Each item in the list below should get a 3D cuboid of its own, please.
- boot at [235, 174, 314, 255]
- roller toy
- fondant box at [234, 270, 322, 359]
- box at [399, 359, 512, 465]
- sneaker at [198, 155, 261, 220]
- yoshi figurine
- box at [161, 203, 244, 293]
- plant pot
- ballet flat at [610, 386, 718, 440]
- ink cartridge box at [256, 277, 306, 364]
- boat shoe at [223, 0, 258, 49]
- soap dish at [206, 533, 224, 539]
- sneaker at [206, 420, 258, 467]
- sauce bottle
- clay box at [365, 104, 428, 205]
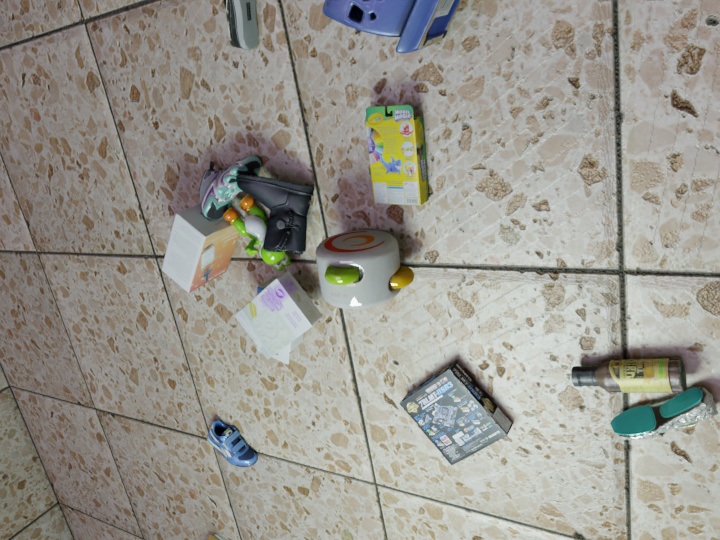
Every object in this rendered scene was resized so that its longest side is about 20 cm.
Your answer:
[{"bbox_3d":[-0.212,-0.130,1.395,0.198,0.076,0.170,12,94,8],"label":"boot"},{"bbox_3d":[0.000,0.000,1.302,0.182,0.198,0.141,-144,43,-60],"label":"roller toy"},{"bbox_3d":[-0.207,0.114,1.485,0.200,0.058,0.145,-38,90,35],"label":"fondant box"},{"bbox_3d":[0.220,0.339,1.400,0.199,0.050,0.200,49,129,5],"label":"box"},{"bbox_3d":[-0.341,-0.239,1.485,0.200,0.078,0.140,-43,53,12],"label":"sneaker"},{"bbox_3d":[-0.246,-0.088,1.472,0.112,0.112,0.200,-39,92,32],"label":"yoshi figurine"},{"bbox_3d":[-0.415,-0.068,1.561,0.106,0.152,0.201,37,128,12],"label":"box"},{"bbox_3d":[0.078,-0.493,1.010,0.179,0.200,0.201,35,126,8],"label":"plant pot"},{"bbox_3d":[0.580,0.286,1.129,0.200,0.072,0.072,-37,90,39],"label":"ballet flat"},{"bbox_3d":[-0.212,0.135,1.577,0.114,0.068,0.202,20,121,24],"label":"ink cartridge box"},{"bbox_3d":[-0.265,-0.581,1.271,0.063,0.071,0.202,17,122,24],"label":"boat shoe"},{"bbox_3d":[-0.532,1.114,2.245,0.156,0.081,0.202,26,123,21],"label":"soap dish"},{"bbox_3d":[-0.414,0.557,1.910,0.199,0.074,0.083,27,122,19],"label":"sneaker"},{"bbox_3d":[0.508,0.203,1.134,0.199,0.065,0.065,-9,107,34],"label":"sauce bottle"},{"bbox_3d":[0.076,-0.238,1.223,0.114,0.048,0.202,7,114,31],"label":"clay box"}]
